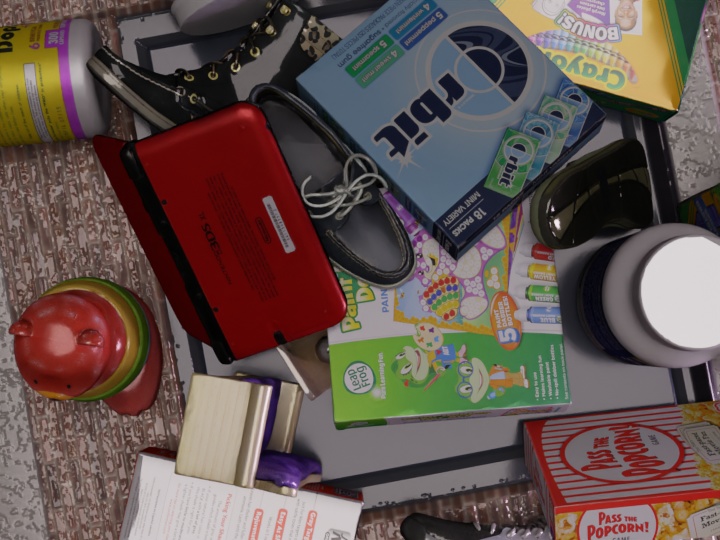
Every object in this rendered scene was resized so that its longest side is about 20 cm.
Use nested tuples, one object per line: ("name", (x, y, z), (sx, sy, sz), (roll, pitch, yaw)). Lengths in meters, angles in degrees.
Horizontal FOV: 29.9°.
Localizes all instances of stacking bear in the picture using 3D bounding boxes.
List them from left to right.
("stacking bear", (-0.232, 0.061, 1.116), (0.121, 0.200, 0.114), (14, 87, 0))

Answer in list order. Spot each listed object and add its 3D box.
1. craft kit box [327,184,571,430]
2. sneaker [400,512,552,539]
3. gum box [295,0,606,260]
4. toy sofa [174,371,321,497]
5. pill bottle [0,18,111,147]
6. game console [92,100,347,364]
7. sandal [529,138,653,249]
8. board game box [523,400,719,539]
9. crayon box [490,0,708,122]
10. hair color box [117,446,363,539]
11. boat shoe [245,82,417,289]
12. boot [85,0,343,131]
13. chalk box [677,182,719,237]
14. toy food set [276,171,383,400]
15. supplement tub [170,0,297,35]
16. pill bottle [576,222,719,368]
("craft kit box", (0.068, 0.025, 1.134), (0.197, 0.049, 0.200), (-6, 76, 3))
("sneaker", (0.140, 0.227, 1.183), (0.200, 0.075, 0.116), (27, 82, -9))
("gum box", (0.074, -0.138, 1.133), (0.170, 0.045, 0.200), (-42, 77, -9))
("toy sofa", (-0.081, 0.131, 1.116), (0.097, 0.200, 0.083), (10, 86, 6))
("pill bottle", (-0.324, -0.158, 1.174), (0.199, 0.104, 0.105), (-6, 87, -1))
("game console", (-0.119, -0.038, 1.121), (0.172, 0.119, 0.200), (-20, 110, 10))
("sandal", (0.193, -0.067, 1.151), (0.057, 0.201, 0.080), (-3, 98, 41))
("board game box", (0.248, 0.171, 1.140), (0.199, 0.152, 0.046), (-6, 111, -2))
("crayon box", (0.197, -0.218, 1.206), (0.200, 0.058, 0.119), (15, 87, 0))
("hair color box", (-0.104, 0.225, 1.179), (0.200, 0.061, 0.102), (13, 87, 1))
("boat shoe", (-0.025, -0.071, 1.104), (0.075, 0.062, 0.200), (-34, 84, -11))
("boot", (-0.117, -0.177, 1.154), (0.203, 0.073, 0.154), (31, 96, -32))
("chalk box", (0.365, -0.034, 1.128), (0.125, 0.200, 0.124), (-23, 87, -2))
("toy food set", (0.000, 0.000, 1.188), (0.200, 0.060, 0.144), (-33, 88, -6))
("supplement tub", (-0.131, -0.320, 1.165), (0.145, 0.145, 0.200), (-20, 88, -2))
("pill bottle", (0.254, 0.022, 1.124), (0.119, 0.200, 0.120), (0, 87, 0))
